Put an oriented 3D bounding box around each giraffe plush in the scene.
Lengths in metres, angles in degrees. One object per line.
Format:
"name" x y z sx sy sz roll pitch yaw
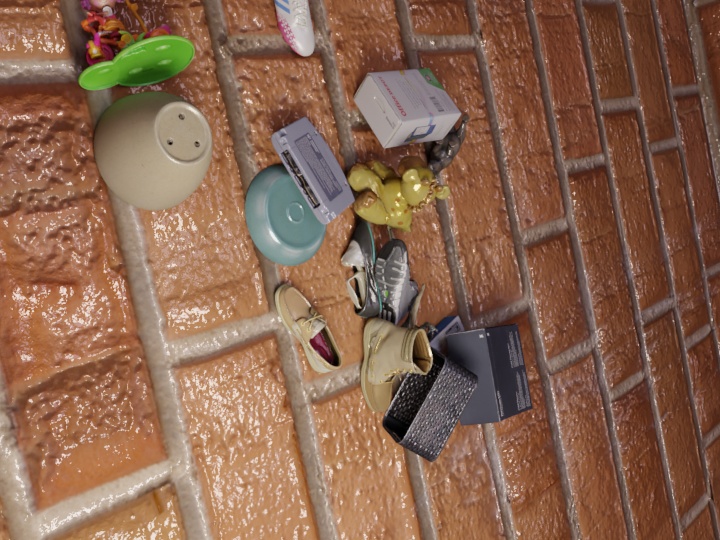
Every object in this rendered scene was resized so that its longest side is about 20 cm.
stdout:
"giraffe plush" 0.089 -0.170 1.488 0.171 0.161 0.203 -20 80 -49

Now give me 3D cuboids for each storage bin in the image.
"storage bin" 0.144 0.276 1.488 0.093 0.135 0.203 31 89 -17

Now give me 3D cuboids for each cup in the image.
"cup" -0.326 -0.213 1.189 0.197 0.142 0.206 6 81 -38

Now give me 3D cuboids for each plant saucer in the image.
"plant saucer" -0.136 -0.113 1.407 0.197 0.036 0.206 6 81 -39

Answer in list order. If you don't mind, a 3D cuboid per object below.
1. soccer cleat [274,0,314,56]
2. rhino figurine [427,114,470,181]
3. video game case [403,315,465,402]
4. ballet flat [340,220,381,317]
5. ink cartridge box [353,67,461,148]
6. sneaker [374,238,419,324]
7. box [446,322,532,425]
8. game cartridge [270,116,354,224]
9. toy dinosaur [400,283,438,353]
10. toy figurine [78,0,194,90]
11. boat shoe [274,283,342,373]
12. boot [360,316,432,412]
"soccer cleat" -0.134 -0.536 1.425 0.069 0.085 0.204 -32 105 -37
"rhino figurine" 0.196 -0.278 1.679 0.059 0.088 0.202 26 63 9
"video game case" 0.191 0.235 1.635 0.199 0.045 0.184 -36 107 -37
"ballet flat" 0.000 0.000 1.491 0.067 0.068 0.205 -10 91 -31
"ink cartridge box" 0.103 -0.363 1.573 0.197 0.088 0.147 -17 67 -41
"sneaker" 0.087 0.018 1.541 0.115 0.074 0.205 -23 128 -50
"box" 0.293 0.232 1.609 0.180 0.102 0.205 2 77 -54
"game cartridge" -0.090 -0.203 1.422 0.202 0.040 0.133 59 37 -9
"toy dinosaur" 0.112 0.134 1.515 0.047 0.088 0.204 19 99 -42
"toy figurine" -0.402 -0.421 1.185 0.196 0.150 0.188 -22 85 -15
"boat shoe" -0.095 0.112 1.394 0.074 0.066 0.202 -45 113 -34
"boot" 0.076 0.206 1.462 0.072 0.153 0.206 -5 99 -43
